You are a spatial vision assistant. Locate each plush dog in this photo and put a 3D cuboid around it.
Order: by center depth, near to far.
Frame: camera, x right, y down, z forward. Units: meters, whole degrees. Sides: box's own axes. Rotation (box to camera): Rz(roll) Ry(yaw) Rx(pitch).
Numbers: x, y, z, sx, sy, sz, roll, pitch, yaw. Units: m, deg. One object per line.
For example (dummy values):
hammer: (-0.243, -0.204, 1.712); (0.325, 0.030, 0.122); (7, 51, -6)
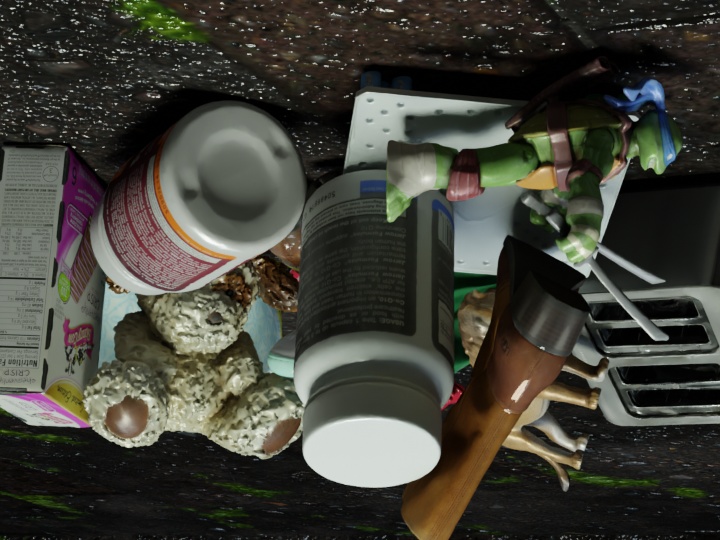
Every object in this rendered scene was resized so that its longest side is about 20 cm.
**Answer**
plush dog: (-0.141, 0.049, 1.651); (0.198, 0.173, 0.160); (8, -167, -27)

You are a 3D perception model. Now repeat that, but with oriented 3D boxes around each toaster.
toaster: (0.253, 0.026, 1.574); (0.198, 0.119, 0.181); (-3, 139, 27)

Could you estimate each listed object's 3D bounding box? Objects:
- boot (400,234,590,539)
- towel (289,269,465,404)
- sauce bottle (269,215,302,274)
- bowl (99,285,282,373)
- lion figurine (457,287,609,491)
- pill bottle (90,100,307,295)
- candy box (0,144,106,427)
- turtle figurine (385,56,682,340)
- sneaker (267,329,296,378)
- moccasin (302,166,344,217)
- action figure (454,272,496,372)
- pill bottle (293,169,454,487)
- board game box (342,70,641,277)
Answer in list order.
boot: (0.093, 0.085, 1.406); (0.068, 0.201, 0.188); (25, -166, -14)
towel: (0.008, 0.068, 1.882); (0.200, 0.023, 0.145); (41, 165, 1)
sauce bottle: (-0.043, -0.031, 1.637); (0.065, 0.067, 0.200); (-1, 165, 17)
bowl: (-0.164, 0.028, 1.760); (0.198, 0.202, 0.108); (3, -152, 1)
lion figurine: (0.127, 0.098, 1.563); (0.121, 0.073, 0.201); (15, 135, 9)
pill bottle: (-0.129, -0.048, 1.494); (0.113, 0.115, 0.200); (10, 164, -24)
candy box: (-0.251, 0.015, 1.590); (0.060, 0.202, 0.136); (2, 166, 10)
turtle figurine: (0.116, -0.033, 1.313); (0.192, 0.144, 0.201); (1, 127, 7)
sneaker: (0.000, 0.000, 1.608); (0.199, 0.141, 0.077); (-21, -160, -33)
moccasin: (0.054, -0.049, 1.548); (0.199, 0.074, 0.078); (-7, 157, 4)
action figure: (0.101, 0.025, 1.607); (0.199, 0.119, 0.054); (-18, -162, -40)
pill bottle: (0.010, 0.041, 1.383); (0.113, 0.202, 0.114); (2, 145, 1)
board game box: (0.085, -0.066, 1.427); (0.198, 0.026, 0.201); (5, 145, -4)
